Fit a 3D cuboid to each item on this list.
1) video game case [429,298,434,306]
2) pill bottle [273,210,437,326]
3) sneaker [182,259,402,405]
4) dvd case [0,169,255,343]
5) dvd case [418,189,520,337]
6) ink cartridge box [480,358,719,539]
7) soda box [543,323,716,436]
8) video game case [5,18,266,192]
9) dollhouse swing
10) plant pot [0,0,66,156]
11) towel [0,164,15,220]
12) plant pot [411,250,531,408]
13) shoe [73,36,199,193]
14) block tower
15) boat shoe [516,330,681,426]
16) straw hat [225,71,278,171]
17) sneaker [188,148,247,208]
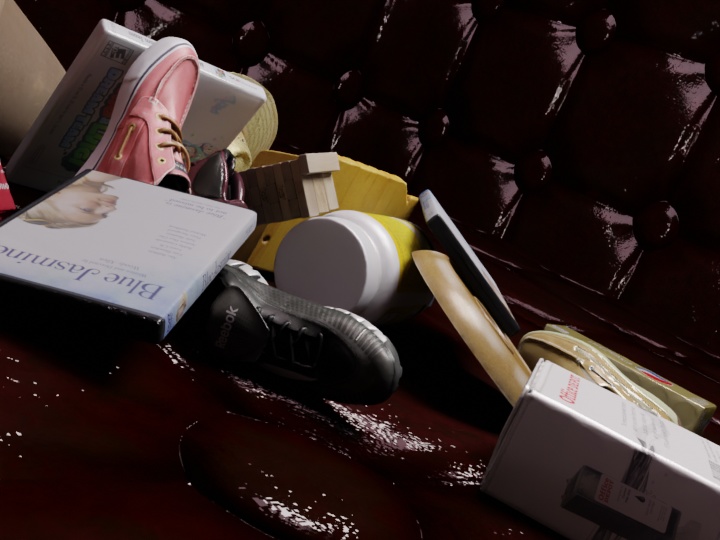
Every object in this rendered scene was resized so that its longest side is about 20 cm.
[{"bbox_3d":[-0.009,-0.010,1.237,0.198,0.019,0.143,20,10,-22],"label":"video game case"},{"bbox_3d":[0.000,0.000,0.899,0.113,0.116,0.200,27,9,19],"label":"pill bottle"},{"bbox_3d":[-0.065,0.046,0.648,0.199,0.067,0.090,25,11,31],"label":"sneaker"},{"bbox_3d":[-0.165,-0.019,0.615,0.141,0.018,0.200,15,24,5],"label":"dvd case"},{"bbox_3d":[0.112,-0.014,0.970,0.143,0.017,0.200,53,8,-9],"label":"dvd case"},{"bbox_3d":[0.196,0.151,0.649,0.198,0.086,0.145,28,10,13],"label":"ink cartridge box"},{"bbox_3d":[0.291,0.135,1.028,0.199,0.068,0.064,30,11,32],"label":"soda box"},{"bbox_3d":[-0.219,-0.134,0.888,0.181,0.200,0.024,16,41,-42],"label":"video game case"},{"bbox_3d":[-0.081,-0.079,1.032,0.199,0.183,0.176,12,25,-49],"label":"dollhouse swing"},{"bbox_3d":[-0.393,-0.205,0.917,0.199,0.201,0.175,31,-7,39],"label":"plant pot"},{"bbox_3d":[-0.322,-0.127,0.652,0.022,0.203,0.145,-16,4,10],"label":"towel"},{"bbox_3d":[0.116,0.058,0.851,0.201,0.027,0.200,54,8,-11],"label":"plant pot"},{"bbox_3d":[-0.172,-0.103,0.776,0.090,0.202,0.072,21,-14,27],"label":"shoe"},{"bbox_3d":[-0.113,-0.067,0.874,0.198,0.059,0.054,-10,4,32],"label":"block tower"},{"bbox_3d":[0.243,0.128,0.966,0.199,0.073,0.076,30,23,32],"label":"boat shoe"},{"bbox_3d":[-0.175,-0.130,1.057,0.200,0.201,0.086,15,34,-44],"label":"straw hat"},{"bbox_3d":[-0.171,-0.076,0.842,0.199,0.116,0.076,35,-8,34],"label":"sneaker"}]
